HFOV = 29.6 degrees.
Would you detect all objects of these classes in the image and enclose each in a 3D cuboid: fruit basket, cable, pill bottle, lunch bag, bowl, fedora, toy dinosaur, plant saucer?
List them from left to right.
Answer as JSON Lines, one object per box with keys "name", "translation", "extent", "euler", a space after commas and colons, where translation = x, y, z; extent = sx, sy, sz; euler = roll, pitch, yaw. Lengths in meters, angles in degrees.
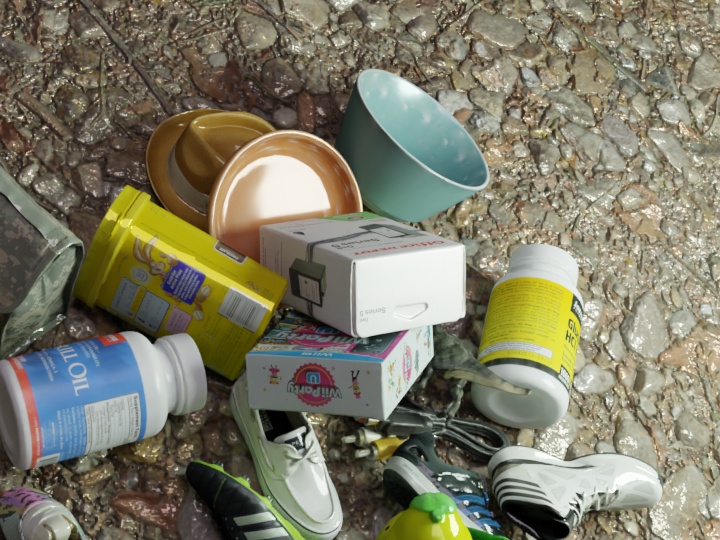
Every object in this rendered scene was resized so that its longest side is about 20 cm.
{"name": "lunch bag", "translation": [-0.372, -0.025, 1.378], "extent": [0.164, 0.200, 0.117], "euler": [44, 54, 9]}
{"name": "pill bottle", "translation": [-0.262, 0.124, 1.380], "extent": [0.199, 0.112, 0.113], "euler": [-13, 65, -27]}
{"name": "fedora", "translation": [-0.150, -0.130, 1.597], "extent": [0.199, 0.082, 0.202], "euler": [10, 56, -14]}
{"name": "plant saucer", "translation": [-0.089, -0.059, 1.551], "extent": [0.199, 0.037, 0.202], "euler": [-4, 98, -31]}
{"name": "bowl", "translation": [0.046, -0.136, 1.637], "extent": [0.200, 0.105, 0.201], "euler": [32, 29, -20]}
{"name": "fruit basket", "translation": [0.048, 0.296, 1.316], "extent": [0.215, 0.155, 0.218], "euler": [-7, 99, -46]}
{"name": "cable", "translation": [0.069, 0.177, 1.528], "extent": [0.199, 0.050, 0.098], "euler": [12, 38, -28]}
{"name": "toy dinosaur", "translation": [0.098, 0.116, 1.508], "extent": [0.088, 0.048, 0.200], "euler": [-45, 38, -8]}
{"name": "pill bottle", "translation": [0.198, 0.073, 1.582], "extent": [0.112, 0.113, 0.201], "euler": [21, 55, -7]}

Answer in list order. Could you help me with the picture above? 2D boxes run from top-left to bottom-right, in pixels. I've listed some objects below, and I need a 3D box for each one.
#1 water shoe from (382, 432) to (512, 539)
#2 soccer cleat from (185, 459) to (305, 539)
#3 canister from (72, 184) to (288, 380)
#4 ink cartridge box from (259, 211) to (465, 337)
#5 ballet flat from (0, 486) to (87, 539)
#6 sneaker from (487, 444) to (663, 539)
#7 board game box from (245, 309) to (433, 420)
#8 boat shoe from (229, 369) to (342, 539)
{"name": "water shoe", "translation": [0.116, 0.253, 1.448], "extent": [0.200, 0.071, 0.079], "euler": [43, 60, -4]}
{"name": "soccer cleat", "translation": [-0.109, 0.272, 1.376], "extent": [0.200, 0.068, 0.081], "euler": [40, 67, 6]}
{"name": "canister", "translation": [-0.191, 0.018, 1.452], "extent": [0.199, 0.149, 0.087], "euler": [30, 45, -3]}
{"name": "ink cartridge box", "translation": [0.000, 0.000, 1.470], "extent": [0.145, 0.200, 0.085], "euler": [-9, 107, -32]}
{"name": "ballet flat", "translation": [-0.280, 0.281, 1.299], "extent": [0.069, 0.071, 0.201], "euler": [-23, 69, -29]}
{"name": "sneaker", "translation": [0.240, 0.258, 1.484], "extent": [0.199, 0.076, 0.116], "euler": [6, 33, -6]}
{"name": "board game box", "translation": [-0.017, 0.088, 1.433], "extent": [0.146, 0.065, 0.200], "euler": [3, 17, 16]}
{"name": "boat shoe", "translation": [-0.074, 0.188, 1.437], "extent": [0.071, 0.066, 0.201], "euler": [-14, 65, -27]}
